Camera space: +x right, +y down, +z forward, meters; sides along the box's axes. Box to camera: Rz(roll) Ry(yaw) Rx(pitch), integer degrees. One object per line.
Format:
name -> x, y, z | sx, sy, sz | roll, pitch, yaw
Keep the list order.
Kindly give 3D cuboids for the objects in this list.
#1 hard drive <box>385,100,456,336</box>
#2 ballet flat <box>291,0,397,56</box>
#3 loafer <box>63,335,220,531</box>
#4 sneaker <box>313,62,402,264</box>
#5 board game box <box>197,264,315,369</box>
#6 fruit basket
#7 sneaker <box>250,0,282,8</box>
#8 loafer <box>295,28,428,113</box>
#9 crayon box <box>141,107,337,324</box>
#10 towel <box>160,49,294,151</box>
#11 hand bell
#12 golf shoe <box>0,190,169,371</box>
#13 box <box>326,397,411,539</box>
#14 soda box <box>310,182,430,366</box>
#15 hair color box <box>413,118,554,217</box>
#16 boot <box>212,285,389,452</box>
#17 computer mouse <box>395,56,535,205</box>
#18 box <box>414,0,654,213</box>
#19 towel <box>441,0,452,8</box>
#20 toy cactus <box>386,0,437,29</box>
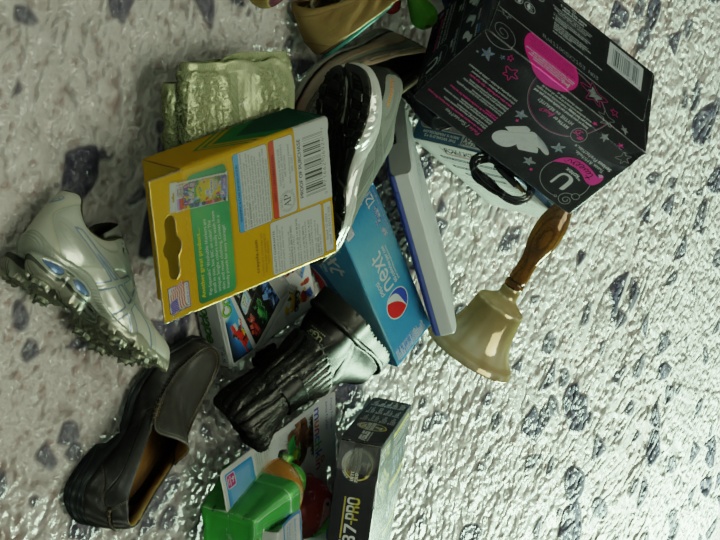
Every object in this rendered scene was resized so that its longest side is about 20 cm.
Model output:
hard drive -> 0.058, -0.052, 1.798 | 0.132, 0.025, 0.200 | -94, 169, -53
ballet flat -> 0.025, -0.268, 1.629 | 0.063, 0.200, 0.069 | 53, 12, -19
loafer -> -0.175, 0.147, 1.586 | 0.200, 0.072, 0.073 | -59, 140, -22
sneaker -> -0.010, -0.093, 1.625 | 0.079, 0.074, 0.201 | -14, 132, -51
board game box -> -0.105, -0.027, 1.646 | 0.126, 0.035, 0.201 | -36, 129, -39
fruit basket -> -0.068, 0.239, 1.745 | 0.200, 0.094, 0.186 | -27, 123, -49
sneaker -> -0.043, -0.321, 1.588 | 0.090, 0.075, 0.201 | 16, 90, -48
loafer -> 0.002, -0.173, 1.687 | 0.200, 0.063, 0.072 | -45, 140, -47
crayon box -> -0.110, -0.049, 1.506 | 0.200, 0.051, 0.126 | -24, 119, -41
towel -> -0.110, -0.089, 1.560 | 0.148, 0.036, 0.201 | -17, 115, -47
hand bell -> 0.166, 0.008, 1.903 | 0.104, 0.104, 0.200 | 13, 113, -54
golf shoe -> -0.207, 0.012, 1.498 | 0.200, 0.078, 0.097 | 51, 56, -49
box -> 0.006, 0.226, 1.803 | 0.200, 0.049, 0.162 | -41, 141, -77
soda box -> 0.000, 0.000, 1.766 | 0.064, 0.068, 0.200 | -50, 137, -29
hair color box -> 0.146, -0.118, 1.879 | 0.200, 0.100, 0.061 | 34, 75, -56
boot -> -0.058, 0.104, 1.712 | 0.158, 0.079, 0.211 | -49, 162, -6
computer mouse -> 0.099, -0.138, 1.770 | 0.059, 0.200, 0.034 | -31, 162, -20
box -> 0.166, -0.176, 1.715 | 0.200, 0.115, 0.132 | 35, 41, -19
towel -> 0.152, -0.323, 1.866 | 0.200, 0.048, 0.112 | -48, 136, -32
toy cactus -> 0.032, -0.330, 1.690 | 0.165, 0.102, 0.201 | -4, 109, -32
